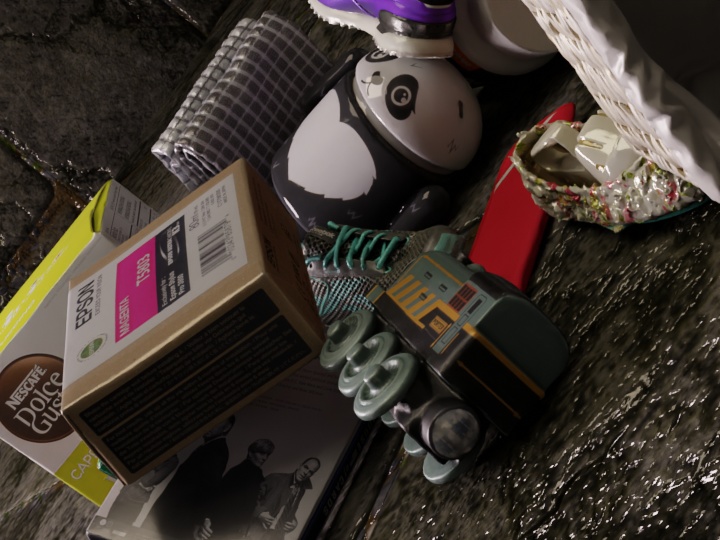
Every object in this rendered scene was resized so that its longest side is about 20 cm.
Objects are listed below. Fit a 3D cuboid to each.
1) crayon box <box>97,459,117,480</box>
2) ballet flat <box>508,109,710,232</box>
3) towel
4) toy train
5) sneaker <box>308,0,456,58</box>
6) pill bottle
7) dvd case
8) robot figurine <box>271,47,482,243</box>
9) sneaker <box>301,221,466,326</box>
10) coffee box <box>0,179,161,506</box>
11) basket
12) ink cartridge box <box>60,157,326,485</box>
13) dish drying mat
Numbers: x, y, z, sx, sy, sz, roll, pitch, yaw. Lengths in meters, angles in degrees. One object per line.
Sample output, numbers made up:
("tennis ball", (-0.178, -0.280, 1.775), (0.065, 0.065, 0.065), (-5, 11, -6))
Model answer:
("crayon box", (-0.130, 0.116, 1.237), (0.058, 0.119, 0.200), (-57, 13, 12))
("ballet flat", (0.143, -0.063, 0.952), (0.076, 0.064, 0.200), (-55, 16, -14))
("towel", (-0.062, -0.103, 1.414), (0.085, 0.200, 0.166), (-7, 46, 50))
("toy train", (0.047, 0.048, 0.951), (0.114, 0.085, 0.200), (-46, 17, 0))
("sneaker", (0.021, -0.237, 1.274), (0.200, 0.069, 0.100), (39, 130, 54))
("pill bottle", (0.104, -0.210, 1.312), (0.114, 0.114, 0.200), (-55, 15, -11))
("dvd case", (-0.074, 0.117, 1.089), (0.150, 0.025, 0.200), (11, 54, 28))
("robot figurine", (0.007, -0.090, 1.300), (0.200, 0.150, 0.125), (-45, 3, 26))
("sneaker", (0.000, 0.000, 1.180), (0.200, 0.091, 0.078), (-27, 30, 58))
("coffee box", (-0.212, 0.070, 1.443), (0.200, 0.198, 0.200), (-50, 15, 9))
("basket", (0.176, -0.169, 0.794), (0.200, 0.198, 0.161), (-39, 11, -1))
("ink cartridge box", (-0.117, 0.028, 1.097), (0.164, 0.075, 0.200), (-34, 26, 7))
("dish drying mat", (0.102, -0.033, 1.092), (0.077, 0.018, 0.200), (-37, 21, 43))
